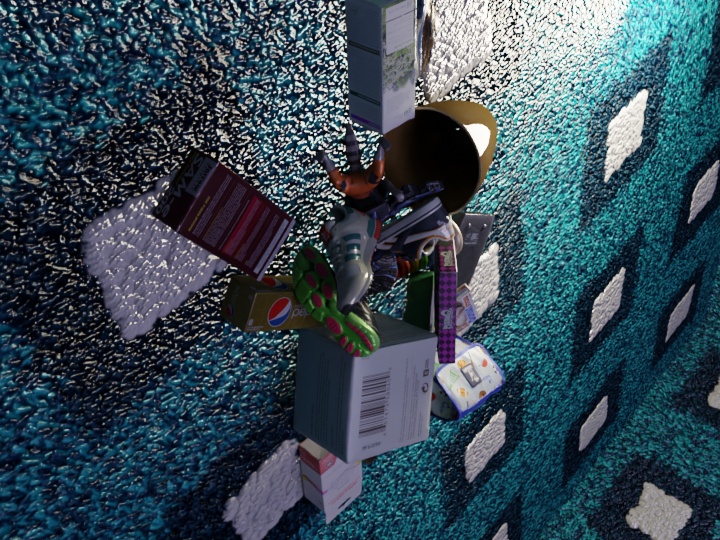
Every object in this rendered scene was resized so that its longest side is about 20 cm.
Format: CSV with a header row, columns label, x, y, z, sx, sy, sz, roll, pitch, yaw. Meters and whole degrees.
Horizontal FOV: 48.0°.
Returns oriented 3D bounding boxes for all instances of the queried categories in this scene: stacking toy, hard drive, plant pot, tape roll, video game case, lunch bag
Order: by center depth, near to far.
label,x,y,z,sx,sy,sz,roll,pitch,yaw
plant pot,0.158,-0.219,1.400,0.200,0.184,0.189,-43,145,-49
video game case,0.151,0.032,1.448,0.182,0.035,0.202,-86,174,-55
stacking toy,0.098,-0.029,1.535,0.199,0.085,0.086,-30,136,-28
tape roll,0.116,0.102,1.575,0.200,0.047,0.204,4,90,-82
hard drive,0.204,-0.030,1.694,0.134,0.042,0.202,-4,118,-51
lunch bag,0.182,0.220,1.707,0.169,0.199,0.125,-26,134,-39

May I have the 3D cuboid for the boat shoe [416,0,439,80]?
label,x,y,z,sx,sy,sz,roll,pitch,yaw
boat shoe,0.082,-0.391,1.254,0.072,0.072,0.201,-42,152,-34

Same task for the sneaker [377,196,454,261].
label,x,y,z,sx,sy,sz,roll,pitch,yaw
sneaker,0.073,-0.049,1.376,0.080,0.199,0.078,56,45,-8

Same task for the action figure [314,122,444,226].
label,x,y,z,sx,sy,sz,roll,pitch,yaw
action figure,0.028,-0.146,1.320,0.198,0.105,0.194,-21,144,-3

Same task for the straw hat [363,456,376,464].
label,x,y,z,sx,sy,sz,roll,pitch,yaw
straw hat,0.073,0.306,1.629,0.201,0.084,0.204,-162,-90,-80

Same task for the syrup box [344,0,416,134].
label,x,y,z,sx,sy,sz,roll,pitch,yaw
syrup box,0.031,-0.318,1.219,0.078,0.081,0.202,-33,138,-34

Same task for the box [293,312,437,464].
label,x,y,z,sx,sy,sz,roll,pitch,yaw
box,0.007,0.198,1.427,0.198,0.170,0.202,-6,106,-39

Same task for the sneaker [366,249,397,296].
label,x,y,z,sx,sy,sz,roll,pitch,yaw
sneaker,0.000,0.000,1.357,0.074,0.200,0.080,13,68,-24

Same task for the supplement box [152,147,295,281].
label,x,y,z,sx,sy,sz,roll,pitch,yaw
supplement box,-0.185,-0.073,1.130,0.110,0.061,0.200,-58,147,-5

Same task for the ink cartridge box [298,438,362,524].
label,x,y,z,sx,sy,sz,roll,pitch,yaw
ink cartridge box,-0.058,0.405,1.643,0.116,0.067,0.202,-33,136,-35

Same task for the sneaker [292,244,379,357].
label,x,y,z,sx,sy,sz,roll,pitch,yaw
sneaker,-0.039,0.047,1.280,0.076,0.201,0.084,-29,-168,20

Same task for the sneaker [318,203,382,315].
label,x,y,z,sx,sy,sz,roll,pitch,yaw
sneaker,-0.028,-0.022,1.223,0.070,0.093,0.201,-48,-160,43

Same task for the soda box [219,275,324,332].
label,x,y,z,sx,sy,sz,roll,pitch,yaw
soda box,-0.126,0.051,1.296,0.199,0.064,0.069,0,114,-53

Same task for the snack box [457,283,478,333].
label,x,y,z,sx,sy,sz,roll,pitch,yaw
snack box,0.214,0.087,1.755,0.072,0.024,0.200,-37,157,-1
